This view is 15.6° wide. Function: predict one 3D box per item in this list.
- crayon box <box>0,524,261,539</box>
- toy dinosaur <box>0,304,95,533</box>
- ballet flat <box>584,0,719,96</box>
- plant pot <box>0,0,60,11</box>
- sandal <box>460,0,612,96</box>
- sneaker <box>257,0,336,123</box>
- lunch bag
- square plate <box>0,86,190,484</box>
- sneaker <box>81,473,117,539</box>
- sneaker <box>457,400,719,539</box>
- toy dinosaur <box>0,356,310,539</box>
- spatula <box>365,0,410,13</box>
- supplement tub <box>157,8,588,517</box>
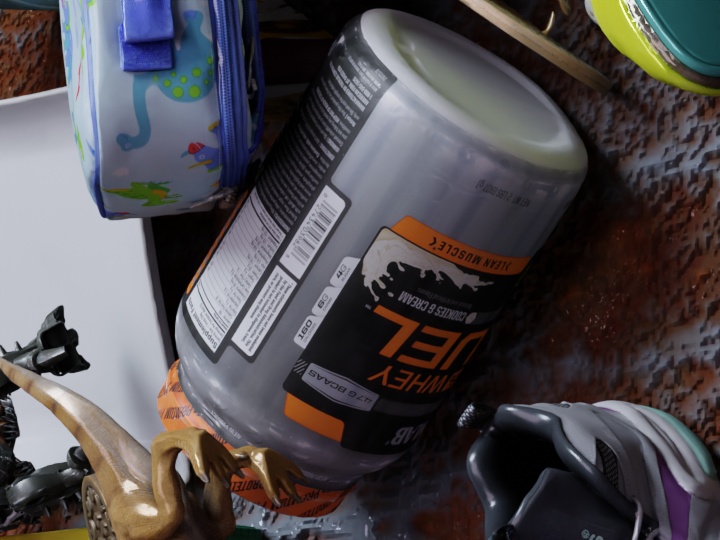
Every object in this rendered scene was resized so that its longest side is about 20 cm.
[{"bbox_3d":[-0.134,0.187,1.280,0.199,0.058,0.120,-10,74,45],"label":"crayon box"},{"bbox_3d":[-0.183,0.096,1.257,0.200,0.135,0.103,-113,-1,-78],"label":"toy dinosaur"},{"bbox_3d":[0.113,-0.140,1.100,0.067,0.066,0.201,122,141,-50],"label":"ballet flat"},{"bbox_3d":[-0.184,-0.211,1.297,0.196,0.199,0.202,19,95,57],"label":"plant pot"},{"bbox_3d":[0.048,-0.157,1.152,0.211,0.077,0.070,39,99,40],"label":"sandal"},{"bbox_3d":[-0.064,-0.118,1.264,0.199,0.075,0.091,4,89,46],"label":"sneaker"},{"bbox_3d":[-0.090,-0.127,1.131,0.161,0.082,0.202,113,151,-78],"label":"lunch bag"},{"bbox_3d":[-0.159,0.009,1.334,0.199,0.028,0.200,-4,97,46],"label":"square plate"},{"bbox_3d":[-0.049,0.170,1.165,0.201,0.089,0.067,64,157,22],"label":"sneaker"},{"bbox_3d":[0.103,0.118,0.984,0.200,0.139,0.078,45,113,43],"label":"sneaker"},{"bbox_3d":[-0.086,0.097,1.099,0.106,0.060,0.201,-39,79,32],"label":"toy dinosaur"},{"bbox_3d":[0.006,-0.148,1.236,0.056,0.020,0.201,-35,58,32],"label":"spatula"},{"bbox_3d":[0.000,0.000,1.134,0.201,0.122,0.123,-58,46,21],"label":"supplement tub"}]
